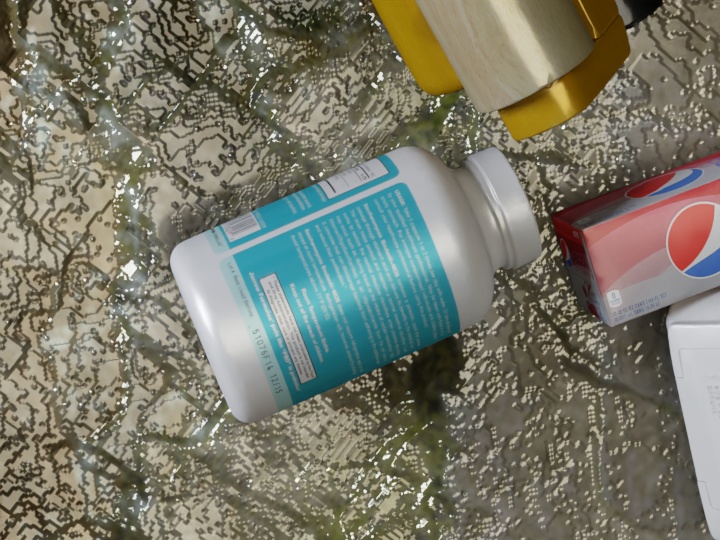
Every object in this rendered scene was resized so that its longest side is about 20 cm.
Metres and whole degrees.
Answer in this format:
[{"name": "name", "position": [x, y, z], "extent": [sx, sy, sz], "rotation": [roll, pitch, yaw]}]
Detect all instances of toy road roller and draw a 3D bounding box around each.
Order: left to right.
[{"name": "toy road roller", "position": [0.064, -0.146, 1.021], "extent": [0.145, 0.200, 0.124], "rotation": [-23, 105, 31]}]

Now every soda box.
[{"name": "soda box", "position": [0.221, -0.034, 1.123], "extent": [0.198, 0.070, 0.064], "rotation": [-21, 102, -6]}]

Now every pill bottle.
[{"name": "pill bottle", "position": [0.000, 0.000, 1.067], "extent": [0.198, 0.111, 0.112], "rotation": [-23, 103, -5]}]

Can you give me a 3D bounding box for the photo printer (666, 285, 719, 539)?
[{"name": "photo printer", "position": [0.290, 0.084, 1.096], "extent": [0.198, 0.069, 0.168], "rotation": [-3, 114, 33]}]
